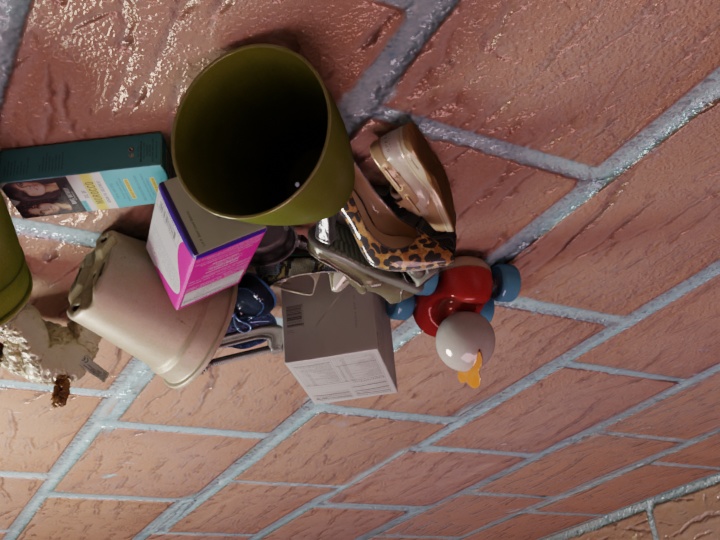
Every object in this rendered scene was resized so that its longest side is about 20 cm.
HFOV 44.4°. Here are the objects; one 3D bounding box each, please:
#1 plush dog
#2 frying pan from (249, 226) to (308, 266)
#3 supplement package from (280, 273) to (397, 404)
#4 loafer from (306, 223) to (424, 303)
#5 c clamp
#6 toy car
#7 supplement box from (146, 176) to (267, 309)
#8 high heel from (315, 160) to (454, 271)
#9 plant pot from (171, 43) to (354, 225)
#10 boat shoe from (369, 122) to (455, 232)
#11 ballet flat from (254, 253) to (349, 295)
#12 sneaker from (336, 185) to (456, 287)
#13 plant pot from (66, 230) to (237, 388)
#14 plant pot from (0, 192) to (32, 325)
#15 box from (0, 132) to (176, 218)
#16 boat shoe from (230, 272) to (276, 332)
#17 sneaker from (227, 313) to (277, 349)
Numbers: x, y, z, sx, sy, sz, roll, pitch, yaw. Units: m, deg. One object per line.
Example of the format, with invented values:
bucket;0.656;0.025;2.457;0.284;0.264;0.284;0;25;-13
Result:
plush dog;-0.496;0.128;1.388;0.198;0.163;0.171;-2;178;-39
frying pan;-0.109;-0.053;1.248;0.187;0.031;0.116;-8;141;-1
supplement package;-0.032;0.107;1.440;0.149;0.154;0.200;-10;152;8
loafer;0.000;0.000;1.249;0.199;0.076;0.070;27;124;-28
c clamp;-0.194;0.132;1.426;0.197;0.027;0.171;-11;158;-14
toy car;0.155;0.097;1.409;0.182;0.202;0.177;6;150;-20
supplement box;-0.200;-0.041;1.117;0.103;0.102;0.200;-23;169;-26
high heel;0.031;-0.078;1.123;0.198;0.072;0.144;16;129;15
plant pot;-0.084;-0.128;1.003;0.185;0.190;0.200;-15;165;17
boat shoe;0.070;-0.114;1.148;0.068;0.074;0.200;-13;143;19
ballet flat;-0.059;0.002;1.325;0.197;0.075;0.074;-3;152;2
sneaker;0.049;-0.047;1.218;0.197;0.116;0.076;14;146;-26
plant pot;-0.303;0.040;1.252;0.182;0.202;0.200;29;137;-30
plant pot;-0.487;-0.054;1.005;0.197;0.201;0.195;0;126;-12
box;-0.330;-0.115;1.082;0.197;0.050;0.083;-7;152;1
boat shoe;-0.184;0.061;1.344;0.069;0.084;0.200;-43;-177;-26
sneaker;-0.241;0.098;1.478;0.197;0.078;0.071;-12;109;-13
